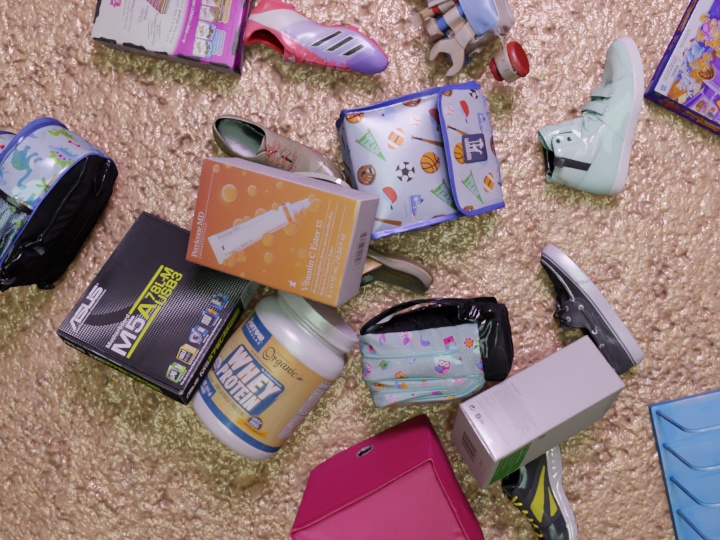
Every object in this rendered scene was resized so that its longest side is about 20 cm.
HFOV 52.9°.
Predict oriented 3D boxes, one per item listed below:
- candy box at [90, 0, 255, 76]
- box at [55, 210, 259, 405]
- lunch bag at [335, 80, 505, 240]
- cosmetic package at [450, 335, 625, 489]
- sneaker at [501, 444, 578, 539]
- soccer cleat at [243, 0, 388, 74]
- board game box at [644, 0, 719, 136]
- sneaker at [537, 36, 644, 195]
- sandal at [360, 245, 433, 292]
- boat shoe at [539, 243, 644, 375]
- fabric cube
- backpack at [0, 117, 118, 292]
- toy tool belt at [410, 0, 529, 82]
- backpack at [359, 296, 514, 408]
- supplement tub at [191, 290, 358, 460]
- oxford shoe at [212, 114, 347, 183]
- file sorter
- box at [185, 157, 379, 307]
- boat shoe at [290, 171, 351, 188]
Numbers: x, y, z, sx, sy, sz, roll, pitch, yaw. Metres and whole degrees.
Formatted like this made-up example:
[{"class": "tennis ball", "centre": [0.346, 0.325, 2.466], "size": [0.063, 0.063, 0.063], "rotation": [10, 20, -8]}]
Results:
[{"class": "candy box", "centre": [-0.245, -0.351, 0.966], "size": [0.195, 0.061, 0.140], "rotation": [13, 94, 1]}, {"class": "box", "centre": [-0.253, 0.042, 0.932], "size": [0.190, 0.048, 0.202], "rotation": [24, 64, 12]}, {"class": "lunch bag", "centre": [0.082, -0.141, 0.935], "size": [0.196, 0.124, 0.174], "rotation": [-13, 94, -8]}, {"class": "cosmetic package", "centre": [0.219, 0.177, 0.911], "size": [0.197, 0.108, 0.086], "rotation": [-24, 59, -15]}, {"class": "sneaker", "centre": [0.230, 0.305, 0.968], "size": [0.083, 0.074, 0.205], "rotation": [-9, 83, -14]}, {"class": "soccer cleat", "centre": [-0.059, -0.295, 0.954], "size": [0.197, 0.067, 0.078], "rotation": [26, 75, 6]}, {"class": "board game box", "centre": [0.480, -0.293, 0.945], "size": [0.132, 0.045, 0.203], "rotation": [26, 94, 1]}, {"class": "sneaker", "centre": [0.295, -0.205, 0.940], "size": [0.115, 0.074, 0.205], "rotation": [5, 96, -4]}, {"class": "sandal", "centre": [0.000, 0.000, 0.961], "size": [0.196, 0.080, 0.055], "rotation": [19, 70, -3]}, {"class": "boat shoe", "centre": [0.294, 0.059, 0.965], "size": [0.066, 0.070, 0.201], "rotation": [-39, 98, 2]}, {"class": "fabric cube", "centre": [0.044, 0.334, 0.920], "size": [0.193, 0.199, 0.203], "rotation": [-27, 92, 5]}, {"class": "backpack", "centre": [-0.423, -0.095, 0.926], "size": [0.146, 0.183, 0.202], "rotation": [36, 89, -1]}, {"class": "toy tool belt", "centre": [0.130, -0.320, 0.937], "size": [0.121, 0.124, 0.204], "rotation": [-22, 89, 35]}, {"class": "backpack", "centre": [0.093, 0.104, 0.929], "size": [0.196, 0.167, 0.130], "rotation": [-10, 82, 15]}, {"class": "supplement tub", "centre": [-0.110, 0.127, 0.942], "size": [0.144, 0.145, 0.201], "rotation": [40, 94, 0]}, {"class": "oxford shoe", "centre": [-0.111, -0.147, 0.962], "size": [0.196, 0.075, 0.072], "rotation": [23, 93, -1]}, {"class": "file sorter", "centre": [0.480, 0.272, 0.936], "size": [0.136, 0.123, 0.205], "rotation": [-13, 93, 4]}, {"class": "box", "centre": [-0.092, -0.050, 0.864], "size": [0.196, 0.097, 0.127], "rotation": [16, 101, 13]}, {"class": "boat shoe", "centre": [-0.104, -0.085, 0.950], "size": [0.195, 0.072, 0.069], "rotation": [-1, 60, 17]}]
